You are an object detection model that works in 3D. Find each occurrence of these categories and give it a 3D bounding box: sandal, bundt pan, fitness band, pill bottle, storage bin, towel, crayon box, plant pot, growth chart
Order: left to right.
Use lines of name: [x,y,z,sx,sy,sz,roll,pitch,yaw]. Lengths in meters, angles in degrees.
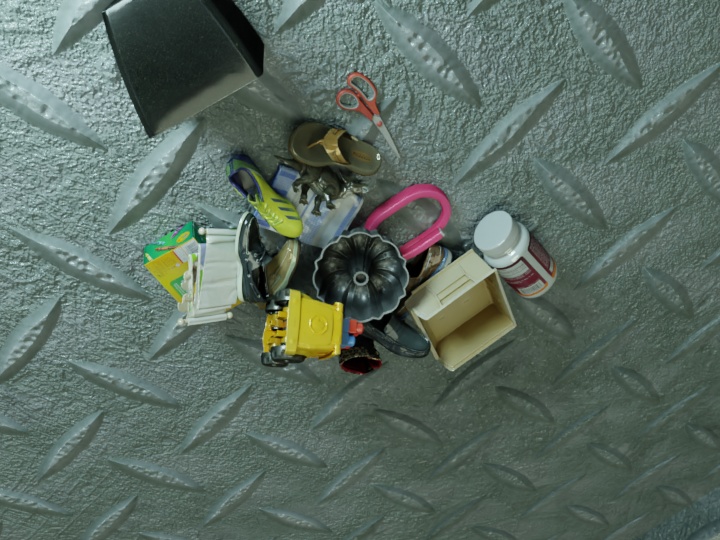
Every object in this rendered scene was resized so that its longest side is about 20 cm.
plant pot: [-0.273,-0.351,1.049,0.196,0.201,0.179,-26,121,8]
crayon box: [-0.333,0.009,1.412,0.117,0.059,0.201,-26,131,7]
growth chart: [-0.288,0.011,1.364,0.143,0.018,0.205,6,100,-47]
towel: [-0.105,-0.119,1.394,0.197,0.024,0.148,19,121,-28]
sandal: [-0.039,-0.225,1.280,0.196,0.082,0.054,11,170,-28]
bundt pan: [0.000,0.000,1.432,0.196,0.076,0.206,0,116,-1]
fitness band: [0.100,-0.097,1.461,0.198,0.038,0.144,-33,130,11]
storage bin: [0.221,0.093,1.540,0.197,0.094,0.201,-35,134,-3]
pill bottle: [0.339,-0.035,1.527,0.114,0.115,0.199,-38,129,17]

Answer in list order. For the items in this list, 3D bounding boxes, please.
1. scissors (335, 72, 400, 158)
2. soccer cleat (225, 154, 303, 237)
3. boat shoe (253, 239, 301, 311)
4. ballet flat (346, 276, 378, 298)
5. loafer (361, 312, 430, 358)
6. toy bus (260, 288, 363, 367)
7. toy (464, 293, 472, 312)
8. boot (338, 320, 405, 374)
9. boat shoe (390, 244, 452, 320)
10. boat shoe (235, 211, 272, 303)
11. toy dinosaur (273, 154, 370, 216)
scissors: [0.034,-0.287,1.297,0.073,0.014,0.199,-42,126,17]
soccer cleat: [-0.181,-0.127,1.303,0.064,0.084,0.201,-31,118,17]
boat shoe: [-0.185,0.010,1.447,0.075,0.072,0.202,20,126,-13]
ballet flat: [-0.033,0.036,1.523,0.199,0.069,0.071,-42,110,14]
loafer: [0.063,0.129,1.511,0.197,0.069,0.071,25,141,4]
toy bus: [-0.098,0.126,1.409,0.188,0.139,0.200,8,163,-21]
toy: [0.228,0.078,1.635,0.112,0.048,0.203,4,128,-21]
boot: [0.022,0.159,1.575,0.195,0.152,0.074,5,129,-20]
boat shoe: [0.117,0.020,1.547,0.071,0.073,0.202,27,108,-27]
boat shoe: [-0.205,-0.019,1.372,0.065,0.075,0.204,15,119,15]
toy dinosaur: [-0.083,-0.173,1.322,0.197,0.104,0.077,26,151,-19]
